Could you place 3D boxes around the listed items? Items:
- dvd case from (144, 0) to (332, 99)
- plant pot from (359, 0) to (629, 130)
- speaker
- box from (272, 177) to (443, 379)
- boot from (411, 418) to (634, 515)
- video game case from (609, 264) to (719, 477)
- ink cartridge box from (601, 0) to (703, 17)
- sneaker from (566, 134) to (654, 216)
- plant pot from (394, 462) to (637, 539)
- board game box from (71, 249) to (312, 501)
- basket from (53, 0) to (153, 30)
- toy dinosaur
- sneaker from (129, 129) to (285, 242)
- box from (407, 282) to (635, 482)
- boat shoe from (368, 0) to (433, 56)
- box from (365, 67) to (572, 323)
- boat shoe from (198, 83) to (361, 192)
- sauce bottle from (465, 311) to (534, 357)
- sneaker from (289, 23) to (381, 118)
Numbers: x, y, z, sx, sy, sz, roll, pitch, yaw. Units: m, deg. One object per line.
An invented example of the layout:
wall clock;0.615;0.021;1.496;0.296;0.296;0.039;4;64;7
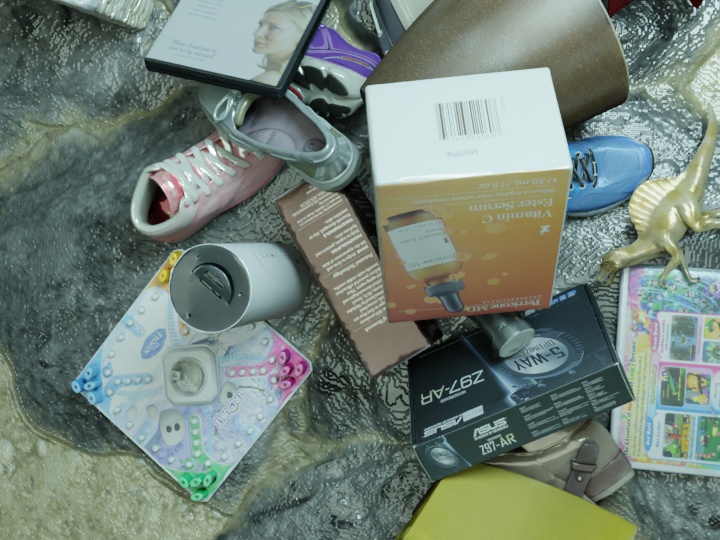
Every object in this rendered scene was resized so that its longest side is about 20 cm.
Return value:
dvd case;-0.108;-0.257;1.032;0.142;0.018;0.201;14;57;12
plant pot;0.106;-0.178;0.946;0.199;0.187;0.187;-32;86;0
speaker;-0.112;0.012;1.011;0.081;0.200;0.082;0;92;12
box;0.000;0.000;1.040;0.075;0.100;0.201;-28;87;12
boot;0.163;0.216;1.029;0.146;0.070;0.200;38;113;1
video game case;0.339;0.099;1.013;0.181;0.024;0.201;4;94;12
ink cartridge box;0.228;-0.298;0.926;0.084;0.200;0.176;-35;84;12
sneaker;0.183;-0.085;1.003;0.199;0.089;0.079;-12;90;10
plant pot;0.107;0.293;0.951;0.176;0.200;0.200;36;122;8
board game box;-0.185;0.114;1.121;0.200;0.026;0.200;40;99;8
basket;-0.295;-0.370;1.054;0.199;0.161;0.199;22;97;11
toy dinosaur;0.305;-0.056;0.978;0.101;0.058;0.200;36;94;4
sneaker;-0.153;-0.100;1.066;0.200;0.105;0.075;-39;83;9
box;0.143;0.101;0.983;0.199;0.160;0.044;-24;112;13
boat shoe;0.061;-0.205;1.050;0.063;0.072;0.201;-13;97;55
box;0.087;-0.057;0.880;0.151;0.200;0.107;-6;55;1
boat shoe;-0.086;-0.145;1.000;0.202;0.065;0.075;37;86;31
sauce bottle;0.093;-0.004;1.005;0.066;0.066;0.200;-38;62;11
sneaker;-0.067;-0.219;1.068;0.199;0.081;0.084;26;55;19
